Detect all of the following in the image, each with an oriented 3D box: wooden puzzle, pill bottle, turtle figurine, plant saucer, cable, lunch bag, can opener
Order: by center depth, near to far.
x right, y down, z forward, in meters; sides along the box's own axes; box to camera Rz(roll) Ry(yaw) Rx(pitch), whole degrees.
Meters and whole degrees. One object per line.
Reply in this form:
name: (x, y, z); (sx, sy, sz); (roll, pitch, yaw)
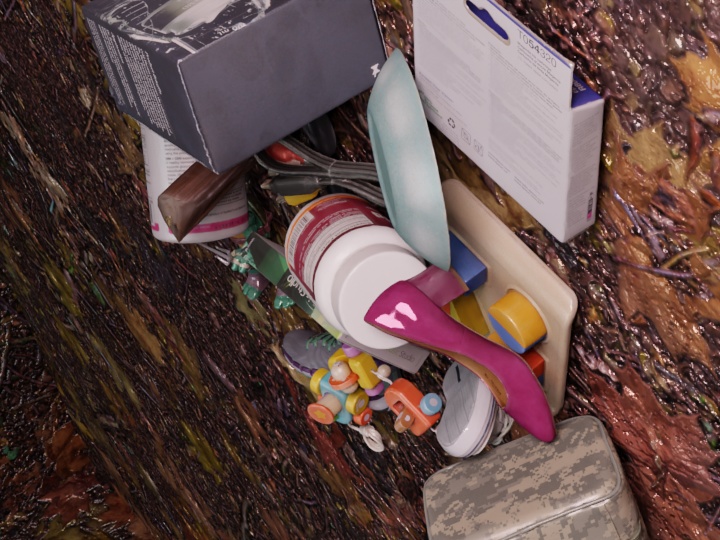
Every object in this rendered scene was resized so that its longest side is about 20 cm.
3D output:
plant saucer: (0.037, -0.093, 1.356); (0.201, 0.039, 0.202); (167, 90, -86)
lunch bag: (0.171, 0.255, 1.434); (0.139, 0.199, 0.168); (-99, -17, -61)
wooden puzzle: (0.122, 0.035, 1.452); (0.185, 0.046, 0.200); (47, 157, 27)
cable: (-0.031, -0.104, 1.516); (0.199, 0.050, 0.097); (0, 126, 39)
pill bottle: (0.000, 0.000, 1.522); (0.114, 0.114, 0.200); (66, 173, -22)
can opener: (-0.053, -0.121, 1.594); (0.200, 0.063, 0.079); (79, 180, -52)
pill bottle: (-0.190, -0.140, 1.752); (0.113, 0.113, 0.201); (20, 118, 59)
turtle figurine: (-0.151, -0.042, 1.893); (0.200, 0.101, 0.150); (56, 172, -36)

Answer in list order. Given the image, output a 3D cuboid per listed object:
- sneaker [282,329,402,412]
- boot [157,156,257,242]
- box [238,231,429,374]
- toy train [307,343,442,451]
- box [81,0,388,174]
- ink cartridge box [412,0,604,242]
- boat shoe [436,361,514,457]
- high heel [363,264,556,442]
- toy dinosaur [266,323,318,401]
sneaker: (-0.019, 0.092, 1.847); (0.200, 0.074, 0.088); (23, 132, 39)
boot: (-0.150, -0.101, 1.641); (0.064, 0.200, 0.186); (35, 160, 5)
box: (-0.030, 0.036, 1.715); (0.144, 0.036, 0.200); (27, -173, -47)
toy train: (0.007, 0.158, 1.745); (0.150, 0.056, 0.200); (48, 150, -1)
box: (-0.115, -0.210, 1.413); (0.196, 0.200, 0.124); (34, 149, 47)
ink cartridge box: (0.113, -0.149, 1.208); (0.196, 0.043, 0.200); (47, 157, 32)
boat shoe: (0.122, 0.134, 1.496); (0.067, 0.074, 0.200); (35, -161, -7)
high heel: (0.092, 0.092, 1.406); (0.200, 0.096, 0.067); (53, 164, 8)
toy dinosaur: (-0.074, 0.130, 2.003); (0.101, 0.058, 0.200); (61, 169, 11)
